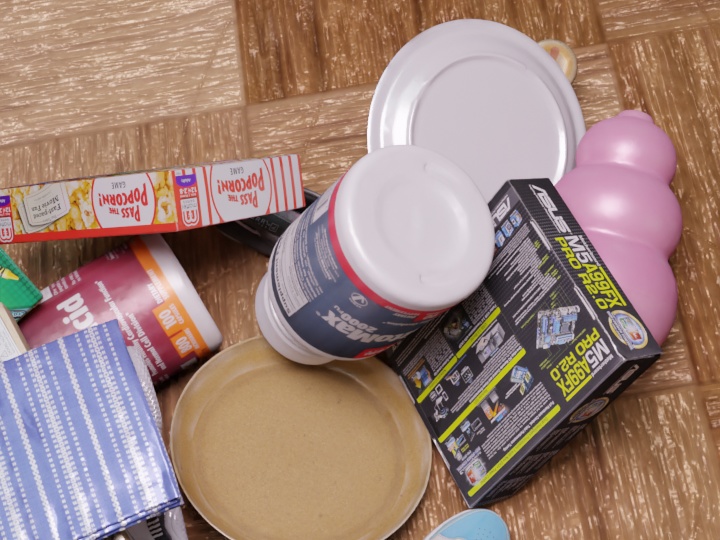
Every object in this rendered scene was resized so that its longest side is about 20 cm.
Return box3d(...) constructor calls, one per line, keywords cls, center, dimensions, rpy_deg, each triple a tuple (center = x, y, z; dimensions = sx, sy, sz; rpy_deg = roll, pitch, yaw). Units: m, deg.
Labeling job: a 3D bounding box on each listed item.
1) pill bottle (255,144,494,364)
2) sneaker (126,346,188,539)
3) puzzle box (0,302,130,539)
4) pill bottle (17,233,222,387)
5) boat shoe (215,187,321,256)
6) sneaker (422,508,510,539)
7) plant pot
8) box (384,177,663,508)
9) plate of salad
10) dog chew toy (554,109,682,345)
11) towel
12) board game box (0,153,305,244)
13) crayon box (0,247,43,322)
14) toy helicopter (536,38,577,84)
box3d(cls="pill bottle", center=(0.000, 0.000, 0.932), dimensions=(0.119, 0.200, 0.120), rpy_deg=(10, 67, -23))
box3d(cls="sneaker", center=(-0.196, 0.163, 0.939), dimensions=(0.115, 0.075, 0.200), rpy_deg=(-13, 96, -14))
box3d(cls="puzzle box", center=(-0.261, 0.136, 0.870), dimensions=(0.133, 0.025, 0.200), rpy_deg=(-31, 72, -8))
box3d(cls="pill bottle", center=(-0.221, 0.062, 1.008), dimensions=(0.200, 0.114, 0.114), rpy_deg=(-32, 65, -9))
box3d(cls="boat shoe", center=(-0.042, -0.032, 1.064), dimensions=(0.200, 0.057, 0.067), rpy_deg=(20, 68, 16))
box3d(cls="sneaker", center=(0.072, 0.216, 0.860), dimensions=(0.079, 0.131, 0.200), rpy_deg=(38, 45, 4))
box3d(cls="plant pot", center=(-0.045, 0.136, 0.972), dimensions=(0.200, 0.028, 0.200), rpy_deg=(5, 51, -6))
box3d(cls="box", center=(0.109, 0.055, 0.934), dimensions=(0.044, 0.200, 0.160), rpy_deg=(-6, 56, -39))
box3d(cls="plate of salad", center=(0.092, -0.100, 1.016), dimensions=(0.200, 0.048, 0.201), rpy_deg=(1, 88, -25))
box3d(cls="dog chew toy", center=(0.193, -0.027, 0.983), dimensions=(0.124, 0.125, 0.200), rpy_deg=(13, 79, 13))
box3d(cls="towel", center=(-0.233, 0.132, 0.849), dimensions=(0.200, 0.024, 0.145), rpy_deg=(-22, 69, -8))
box3d(cls="board game box", center=(-0.168, -0.057, 1.001), dimensions=(0.200, 0.151, 0.046), rpy_deg=(-3, 97, 36))
box3d(cls="crayon box", center=(-0.337, 0.022, 1.011), dimensions=(0.119, 0.058, 0.200), rpy_deg=(-43, 26, -13))
box3d(cls="toy helicopter", center=(0.110, -0.112, 1.070), dimensions=(0.200, 0.079, 0.132), rpy_deg=(-43, 89, -2))
